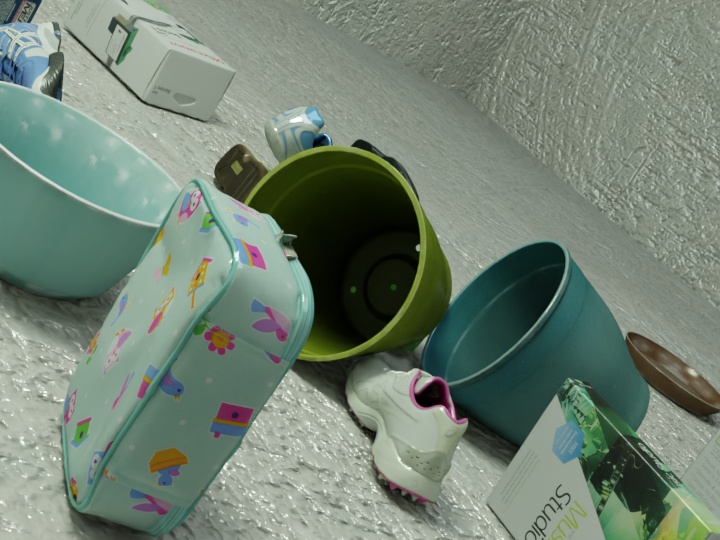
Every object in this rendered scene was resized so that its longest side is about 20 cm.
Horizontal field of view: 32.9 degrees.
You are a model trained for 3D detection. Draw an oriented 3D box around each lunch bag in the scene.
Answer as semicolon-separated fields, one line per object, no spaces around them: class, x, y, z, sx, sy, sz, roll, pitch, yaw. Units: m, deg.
lunch bag;-0.110;0.048;0.762;0.077;0.201;0.161;28;14;-26

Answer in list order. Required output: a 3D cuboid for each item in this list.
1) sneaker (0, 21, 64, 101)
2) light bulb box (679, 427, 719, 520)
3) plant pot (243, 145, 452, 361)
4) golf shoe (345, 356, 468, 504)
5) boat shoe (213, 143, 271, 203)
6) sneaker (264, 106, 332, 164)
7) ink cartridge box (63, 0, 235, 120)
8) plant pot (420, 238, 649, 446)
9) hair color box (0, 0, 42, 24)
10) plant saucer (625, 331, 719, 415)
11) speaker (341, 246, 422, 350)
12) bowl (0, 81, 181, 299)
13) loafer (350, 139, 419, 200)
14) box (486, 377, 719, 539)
sneaker;-0.361;-0.214;1.318;0.076;0.076;0.200;3;27;-20
light bulb box;0.473;0.260;1.338;0.124;0.201;0.198;21;20;-38
plant pot;0.002;0.000;1.207;0.200;0.201;0.193;41;6;24
golf shoe;0.044;0.120;1.079;0.075;0.092;0.200;26;16;-25
boat shoe;-0.117;-0.086;1.425;0.076;0.072;0.200;44;11;-26
sneaker;-0.062;-0.116;1.399;0.200;0.072;0.072;83;-10;-64
ink cartridge box;-0.289;-0.305;1.686;0.200;0.085;0.146;42;17;28
plant pot;0.198;0.103;1.290;0.188;0.200;0.200;44;11;-19
hair color box;-0.485;-0.344;1.441;0.100;0.061;0.200;42;16;24
plant saucer;0.507;0.174;1.991;0.199;0.035;0.200;31;15;-9
speaker;0.000;0.000;1.359;0.199;0.089;0.088;37;15;10
bowl;-0.244;-0.052;0.970;0.200;0.105;0.201;31;16;-10
loafer;0.047;-0.141;1.921;0.072;0.073;0.200;28;17;-38
box;0.203;0.209;1.035;0.036;0.145;0.200;14;24;-40
